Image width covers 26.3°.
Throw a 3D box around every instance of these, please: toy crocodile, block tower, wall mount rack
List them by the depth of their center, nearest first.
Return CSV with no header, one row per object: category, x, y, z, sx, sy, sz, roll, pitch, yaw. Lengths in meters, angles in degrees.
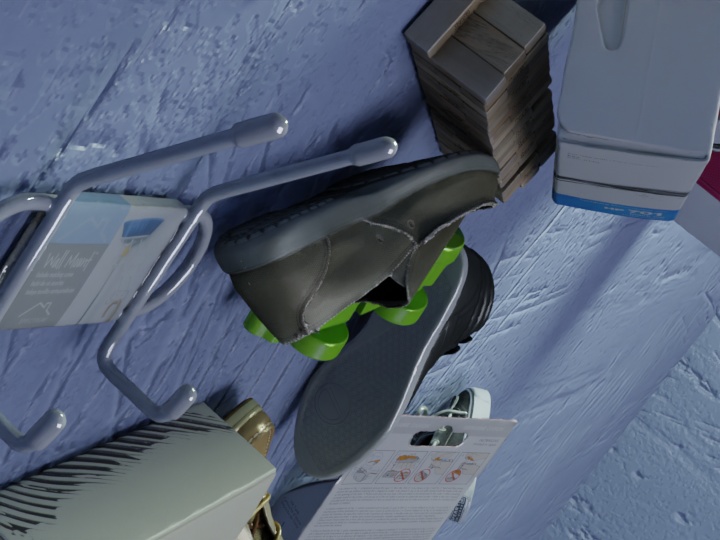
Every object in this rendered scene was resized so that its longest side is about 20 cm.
wall mount rack,-0.080,-0.008,0.650,0.174,0.075,0.200,-54,163,14
block tower,0.074,-0.099,0.882,0.054,0.058,0.200,-49,162,-5
toy crocodile,0.000,0.000,0.914,0.200,0.062,0.068,-20,147,-50

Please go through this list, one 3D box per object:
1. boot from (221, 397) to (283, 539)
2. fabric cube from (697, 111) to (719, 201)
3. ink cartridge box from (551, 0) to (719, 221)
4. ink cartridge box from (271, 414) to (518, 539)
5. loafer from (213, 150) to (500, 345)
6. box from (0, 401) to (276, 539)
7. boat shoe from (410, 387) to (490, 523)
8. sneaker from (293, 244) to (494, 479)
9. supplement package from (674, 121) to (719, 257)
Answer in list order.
boot,-0.056,0.186,0.983,0.073,0.155,0.200,-33,156,-43
fabric cube,0.333,-0.174,1.140,0.200,0.196,0.200,-34,158,-40
ink cartridge box,0.162,-0.118,0.887,0.200,0.086,0.147,50,51,-82
ink cartridge box,0.014,0.178,1.245,0.161,0.050,0.200,7,122,-44
loafer,0.005,-0.014,0.828,0.200,0.070,0.075,-24,-169,-41
box,-0.137,0.144,0.839,0.082,0.068,0.200,-58,162,25
boat shoe,0.075,0.161,1.413,0.199,0.068,0.074,-70,177,-61
sneaker,0.031,0.062,1.085,0.200,0.071,0.099,-59,157,14
supplement package,0.405,-0.125,1.564,0.117,0.117,0.200,-30,154,-49
